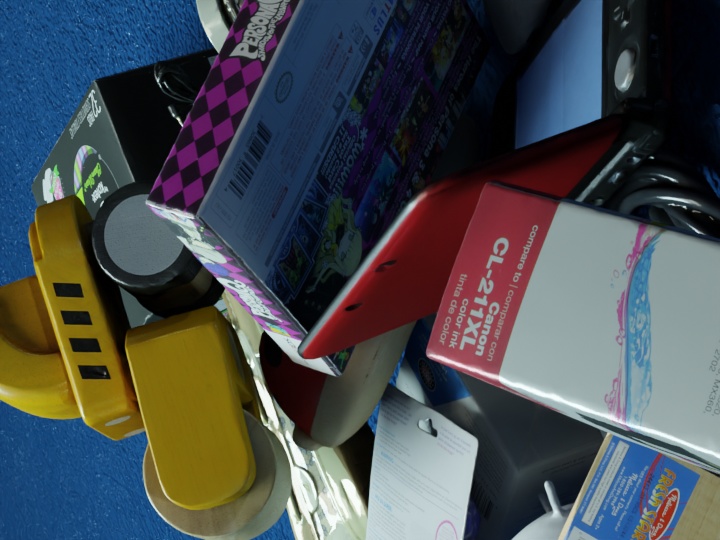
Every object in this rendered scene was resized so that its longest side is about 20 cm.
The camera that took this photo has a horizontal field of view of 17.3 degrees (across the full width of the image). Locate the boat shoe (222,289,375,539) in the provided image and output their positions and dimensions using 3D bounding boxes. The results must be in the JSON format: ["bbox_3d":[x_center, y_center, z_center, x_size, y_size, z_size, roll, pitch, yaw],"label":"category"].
[{"bbox_3d":[-0.042,0.075,1.355,0.063,0.073,0.200,-30,74,22],"label":"boat shoe"}]

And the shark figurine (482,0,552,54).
[{"bbox_3d":[0.042,-0.216,1.139,0.215,0.089,0.128,68,155,5],"label":"shark figurine"}]

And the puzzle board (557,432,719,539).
[{"bbox_3d":[0.145,0.190,1.101,0.150,0.017,0.201,28,105,19],"label":"puzzle board"}]

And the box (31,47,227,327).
[{"bbox_3d":[-0.121,-0.040,1.567,0.149,0.124,0.200,68,155,11],"label":"box"}]

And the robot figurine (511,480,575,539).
[{"bbox_3d":[0.133,0.201,1.194,0.201,0.113,0.170,66,164,10],"label":"robot figurine"}]

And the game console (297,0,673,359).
[{"bbox_3d":[0.054,-0.060,1.102,0.200,0.118,0.173,129,148,-60],"label":"game console"}]

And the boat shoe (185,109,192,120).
[{"bbox_3d":[-0.067,-0.038,1.286,0.067,0.057,0.200,23,167,13],"label":"boat shoe"}]

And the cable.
[{"bbox_3d":[0.153,0.039,1.133,0.163,0.051,0.201,-17,86,62],"label":"cable"}]

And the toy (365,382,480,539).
[{"bbox_3d":[0.040,0.171,1.268,0.115,0.047,0.201,27,110,61],"label":"toy"}]

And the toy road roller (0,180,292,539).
[{"bbox_3d":[-0.130,0.058,1.249,0.123,0.146,0.201,64,-172,-80],"label":"toy road roller"}]

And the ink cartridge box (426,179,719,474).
[{"bbox_3d":[0.149,0.039,0.950,0.200,0.146,0.083,18,86,49],"label":"ink cartridge box"}]

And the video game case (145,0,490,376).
[{"bbox_3d":[-0.013,-0.074,1.144,0.036,0.200,0.181,15,162,29],"label":"video game case"}]

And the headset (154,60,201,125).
[{"bbox_3d":[-0.044,-0.115,1.329,0.094,0.124,0.200,31,157,-18],"label":"headset"}]

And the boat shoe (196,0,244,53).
[{"bbox_3d":[-0.045,-0.195,1.314,0.072,0.060,0.202,46,-147,-38],"label":"boat shoe"}]

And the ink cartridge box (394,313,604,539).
[{"bbox_3d":[0.068,0.116,1.335,0.116,0.067,0.200,58,153,30],"label":"ink cartridge box"}]

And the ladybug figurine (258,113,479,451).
[{"bbox_3d":[0.000,0.000,1.276,0.136,0.072,0.201,139,154,-82],"label":"ladybug figurine"}]
